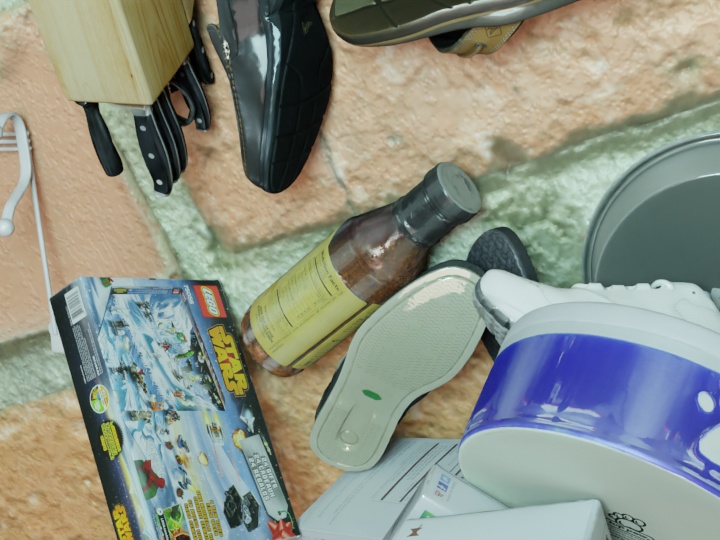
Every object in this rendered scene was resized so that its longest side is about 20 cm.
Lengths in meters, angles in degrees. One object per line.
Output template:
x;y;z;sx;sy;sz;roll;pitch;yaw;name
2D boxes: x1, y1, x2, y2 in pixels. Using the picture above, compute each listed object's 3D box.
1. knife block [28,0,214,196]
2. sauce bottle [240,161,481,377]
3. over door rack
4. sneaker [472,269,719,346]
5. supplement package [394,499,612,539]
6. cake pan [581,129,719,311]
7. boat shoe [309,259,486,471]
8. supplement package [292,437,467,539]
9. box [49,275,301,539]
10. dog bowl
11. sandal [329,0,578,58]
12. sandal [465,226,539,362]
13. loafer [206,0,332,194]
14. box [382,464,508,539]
-0.154;-0.140;0.748;0.064;0.200;0.177;5;89;18;knife block
0.000;0.000;0.827;0.200;0.066;0.066;-38;100;31;sauce bottle
-0.306;-0.019;0.932;0.147;0.067;0.201;1;118;21;over door rack
0.164;0.042;0.736;0.199;0.087;0.075;24;168;7;sneaker
0.089;0.238;0.638;0.116;0.117;0.201;-12;112;28;supplement package
0.235;0.012;0.758;0.199;0.037;0.201;9;120;16;cake pan
0.026;0.056;0.840;0.072;0.068;0.200;31;128;-5;boat shoe
0.069;0.191;0.836;0.200;0.109;0.114;-9;116;50;supplement package
-0.126;0.102;0.837;0.040;0.137;0.201;-30;71;32;box
0.156;0.107;0.662;0.199;0.079;0.200;23;154;12;dog bowl
0.076;-0.160;0.714;0.199;0.082;0.055;-9;136;18;sandal
0.125;0.060;0.815;0.075;0.045;0.201;0;116;62;sandal
-0.062;-0.149;0.771;0.072;0.073;0.201;14;112;23;loafer
0.093;0.219;0.718;0.199;0.036;0.145;32;123;3;box
